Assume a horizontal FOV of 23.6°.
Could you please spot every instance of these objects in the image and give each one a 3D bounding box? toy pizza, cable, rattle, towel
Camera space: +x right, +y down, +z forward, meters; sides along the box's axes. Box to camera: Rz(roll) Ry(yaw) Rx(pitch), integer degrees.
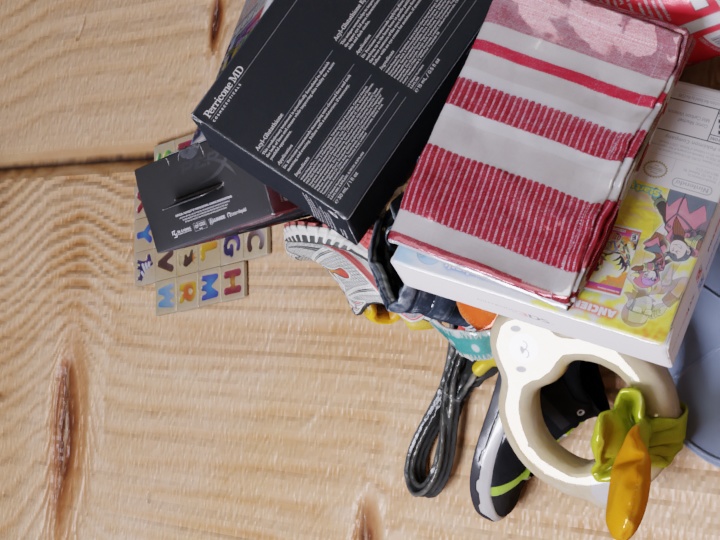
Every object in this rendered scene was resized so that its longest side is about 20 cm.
[{"bbox_3d":[0.268,0.035,1.139,0.199,0.032,0.202,-8,79,46],"label":"toy pizza"},{"bbox_3d":[0.070,0.079,1.330,0.201,0.050,0.097,-58,46,22],"label":"cable"},{"bbox_3d":[0.110,0.086,1.138,0.200,0.143,0.130,43,135,4],"label":"rattle"},{"bbox_3d":[0.116,-0.088,1.128,0.143,0.023,0.201,21,81,26],"label":"towel"}]

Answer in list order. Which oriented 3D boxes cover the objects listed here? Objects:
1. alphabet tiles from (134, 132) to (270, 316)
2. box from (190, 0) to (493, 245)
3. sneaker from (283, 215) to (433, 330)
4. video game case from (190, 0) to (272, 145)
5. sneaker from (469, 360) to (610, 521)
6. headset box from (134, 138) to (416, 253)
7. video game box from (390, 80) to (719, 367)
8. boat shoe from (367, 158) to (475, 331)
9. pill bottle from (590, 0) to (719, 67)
[{"bbox_3d":[-0.151,-0.048,1.617,0.199,0.006,0.168,-12,75,45],"label":"alphabet tiles"},{"bbox_3d":[-0.005,-0.144,1.244,0.141,0.079,0.201,34,82,11],"label":"box"},{"bbox_3d":[0.000,0.000,1.397,0.199,0.077,0.083,18,109,54],"label":"sneaker"},{"bbox_3d":[-0.093,-0.192,1.467,0.200,0.023,0.184,168,124,-76],"label":"video game case"},{"bbox_3d":[0.136,0.104,1.241,0.082,0.072,0.202,19,118,13],"label":"sneaker"},{"bbox_3d":[-0.072,-0.076,1.389,0.148,0.199,0.076,-16,90,43],"label":"headset box"},{"bbox_3d":[0.145,-0.050,1.150,0.198,0.047,0.183,18,70,24],"label":"video game box"},{"bbox_3d":[0.052,-0.051,1.284,0.071,0.090,0.202,-50,38,45],"label":"boat shoe"},{"bbox_3d":[0.202,-0.191,1.186,0.199,0.112,0.113,-17,72,44],"label":"pill bottle"}]
